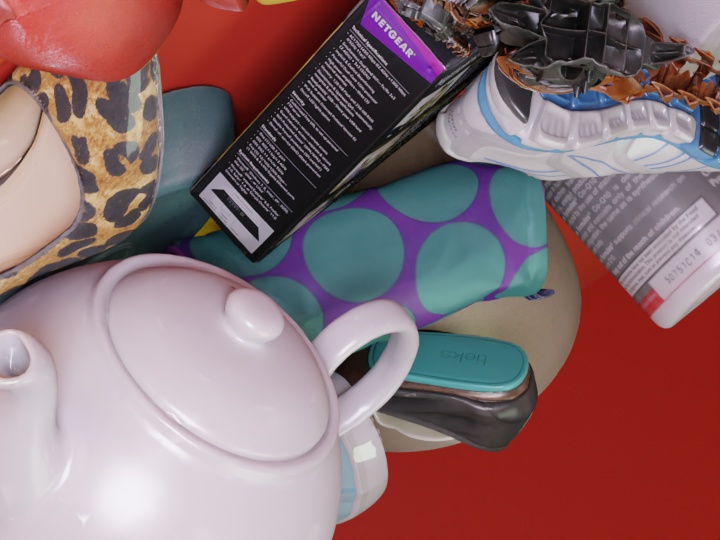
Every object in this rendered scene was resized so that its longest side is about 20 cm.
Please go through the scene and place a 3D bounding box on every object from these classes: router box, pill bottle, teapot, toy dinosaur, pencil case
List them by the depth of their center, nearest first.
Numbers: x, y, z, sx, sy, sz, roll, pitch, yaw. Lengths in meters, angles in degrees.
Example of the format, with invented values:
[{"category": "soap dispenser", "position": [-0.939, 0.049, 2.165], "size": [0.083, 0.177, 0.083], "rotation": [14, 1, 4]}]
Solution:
[{"category": "toy dinosaur", "position": [0.077, -0.111, 0.697], "size": [0.198, 0.103, 0.136], "rotation": [3, 172, -13]}, {"category": "teapot", "position": [-0.076, 0.063, 0.762], "size": [0.146, 0.196, 0.201], "rotation": [-50, -163, 27]}, {"category": "router box", "position": [0.022, -0.099, 0.865], "size": [0.149, 0.051, 0.200], "rotation": [-43, 180, 36]}, {"category": "pencil case", "position": [0.000, 0.000, 0.923], "size": [0.198, 0.086, 0.092], "rotation": [-17, 177, -18]}, {"category": "pill bottle", "position": [0.160, -0.075, 1.092], "size": [0.114, 0.200, 0.114], "rotation": [-40, 170, -8]}]

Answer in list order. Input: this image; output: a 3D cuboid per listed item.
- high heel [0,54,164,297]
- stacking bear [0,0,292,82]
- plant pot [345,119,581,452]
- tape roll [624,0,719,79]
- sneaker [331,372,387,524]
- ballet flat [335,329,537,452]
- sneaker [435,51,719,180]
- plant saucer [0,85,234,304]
[{"category": "high heel", "position": [-0.153, -0.021, 0.668], "size": [0.142, 0.072, 0.200], "rotation": [-25, 167, -36]}, {"category": "stacking bear", "position": [-0.028, -0.120, 0.508], "size": [0.199, 0.122, 0.114], "rotation": [-26, 135, 1]}, {"category": "plant pot", "position": [0.023, -0.014, 1.061], "size": [0.199, 0.200, 0.135], "rotation": [-34, 140, -11]}, {"category": "tape roll", "position": [0.178, -0.195, 0.770], "size": [0.202, 0.140, 0.203], "rotation": [-35, 170, -7]}, {"category": "sneaker", "position": [-0.049, 0.118, 0.945], "size": [0.082, 0.074, 0.200], "rotation": [-31, 169, -28]}, {"category": "ballet flat", "position": [-0.003, 0.057, 0.976], "size": [0.068, 0.198, 0.069], "rotation": [-58, 160, -45]}, {"category": "sneaker", "position": [0.121, -0.078, 0.884], "size": [0.198, 0.076, 0.086], "rotation": [2, 163, -34]}, {"category": "plant saucer", "position": [-0.135, -0.013, 0.871], "size": [0.199, 0.036, 0.200], "rotation": [-35, 170, -7]}]
